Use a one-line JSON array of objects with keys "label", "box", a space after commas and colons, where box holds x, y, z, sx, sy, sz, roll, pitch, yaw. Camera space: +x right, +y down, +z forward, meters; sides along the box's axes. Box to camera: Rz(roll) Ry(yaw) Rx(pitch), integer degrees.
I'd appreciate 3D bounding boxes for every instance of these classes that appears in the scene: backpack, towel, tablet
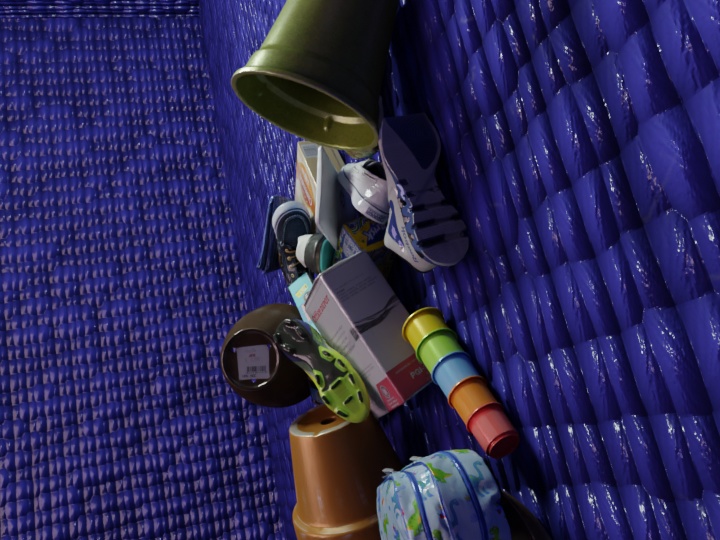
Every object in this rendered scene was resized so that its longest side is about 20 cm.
[{"label": "backpack", "box": [0.083, 0.269, 0.643, 0.200, 0.152, 0.165, -49, 43, 51]}, {"label": "towel", "box": [-0.161, -0.073, 1.214, 0.200, 0.024, 0.146, -32, -48, -83]}, {"label": "tablet", "box": [-0.035, -0.093, 0.972, 0.200, 0.014, 0.131, 55, -147, -66]}]

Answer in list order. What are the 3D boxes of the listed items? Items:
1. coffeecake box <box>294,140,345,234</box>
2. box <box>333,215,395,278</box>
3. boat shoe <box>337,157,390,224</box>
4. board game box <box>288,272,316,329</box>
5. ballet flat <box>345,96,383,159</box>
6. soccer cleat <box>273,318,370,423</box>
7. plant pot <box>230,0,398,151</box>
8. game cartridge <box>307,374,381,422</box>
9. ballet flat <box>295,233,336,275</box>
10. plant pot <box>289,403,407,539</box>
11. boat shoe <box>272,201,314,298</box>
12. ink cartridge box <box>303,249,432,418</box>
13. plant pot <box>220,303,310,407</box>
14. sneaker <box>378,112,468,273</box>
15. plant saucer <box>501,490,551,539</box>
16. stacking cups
[{"label": "coffeecake box", "box": [-0.074, -0.121, 1.168, 0.201, 0.072, 0.154, 99, 155, -44]}, {"label": "box", "box": [0.000, 0.000, 0.972, 0.065, 0.070, 0.201, 55, 152, 24]}, {"label": "boat shoe", "box": [0.018, -0.130, 0.903, 0.066, 0.073, 0.200, -58, 26, 16]}, {"label": "board game box", "box": [-0.040, 0.108, 1.066, 0.151, 0.047, 0.200, 45, -174, -36]}, {"label": "ballet flat", "box": [0.004, -0.265, 0.892, 0.071, 0.070, 0.202, -152, 57, -69]}, {"label": "soccer cleat", "box": [-0.046, 0.140, 0.882, 0.200, 0.065, 0.084, 41, -176, 32]}, {"label": "plant pot", "box": [-0.040, -0.282, 0.784, 0.186, 0.199, 0.200, -71, 16, -7]}, {"label": "game cartridge", "box": [-0.023, 0.211, 1.020, 0.201, 0.128, 0.039, 92, -164, -61]}, {"label": "ballet flat", "box": [-0.066, -0.028, 1.009, 0.200, 0.068, 0.069, 6, -84, -77]}, {"label": "plant pot", "box": [-0.021, 0.301, 0.919, 0.200, 0.199, 0.185, -173, 65, -72]}, {"label": "boat shoe", "box": [-0.113, -0.032, 1.116, 0.201, 0.070, 0.091, 95, 157, -55]}, {"label": "ink cartridge box", "box": [0.013, 0.092, 0.862, 0.201, 0.084, 0.146, 54, 156, 9]}, {"label": "plant pot", "box": [-0.156, 0.144, 1.016, 0.200, 0.185, 0.189, 54, -154, -83]}, {"label": "sneaker", "box": [0.058, -0.082, 0.753, 0.115, 0.080, 0.201, 130, 128, -64]}, {"label": "plant saucer", "box": [0.169, 0.327, 0.649, 0.200, 0.036, 0.203, 173, 90, -73]}, {"label": "stacking cups", "box": [0.114, 0.130, 0.711, 0.201, 0.060, 0.061, -120, 28, -45]}]
